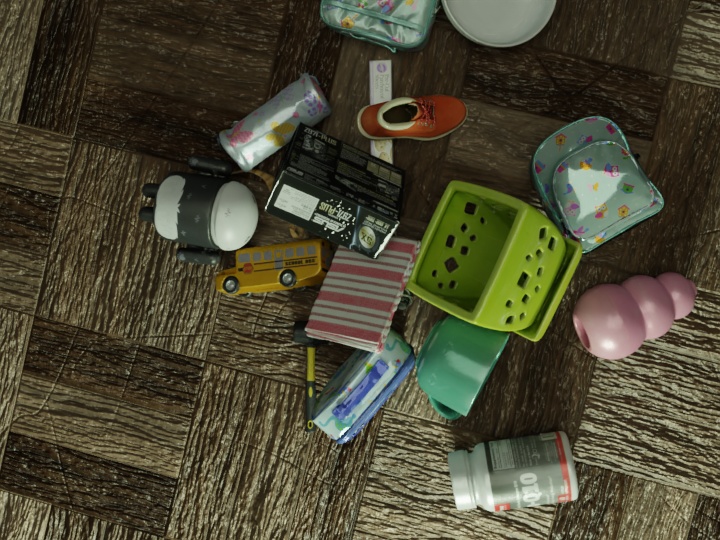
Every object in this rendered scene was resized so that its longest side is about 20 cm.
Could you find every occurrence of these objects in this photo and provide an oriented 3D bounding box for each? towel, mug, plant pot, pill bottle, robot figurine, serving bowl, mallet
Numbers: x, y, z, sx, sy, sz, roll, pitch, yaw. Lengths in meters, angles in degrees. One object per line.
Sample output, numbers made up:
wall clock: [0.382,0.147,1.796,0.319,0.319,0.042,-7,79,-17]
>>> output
towel: [0.005,0.030,1.360,0.146,0.030,0.200,10,67,31]
mug: [0.153,0.160,1.378,0.114,0.152,0.185,29,96,12]
plant pot: [0.222,-0.008,1.331,0.181,0.200,0.199,22,94,-34]
pill bottle: [0.253,0.339,1.392,0.199,0.114,0.114,-10,91,7]
robot figurine: [-0.274,-0.103,1.430,0.199,0.125,0.151,10,134,11]
serving bowl: [0.221,-0.466,1.383,0.199,0.066,0.201,-1,94,-10]
mallet: [-0.077,0.186,1.466,0.066,0.041,0.201,-6,96,4]

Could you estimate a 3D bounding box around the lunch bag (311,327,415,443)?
lunch bag: [0.005,0.188,1.387,0.082,0.161,0.200,40,90,-2]

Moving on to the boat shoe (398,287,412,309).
boat shoe: [0.057,0.041,1.408,0.200,0.072,0.071,-43,57,-4]

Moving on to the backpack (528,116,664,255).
backpack: [0.370,-0.146,1.348,0.176,0.153,0.200,-30,81,11]

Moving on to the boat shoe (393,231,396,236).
boat shoe: [0.000,0.000,1.436,0.075,0.062,0.200,32,94,6]

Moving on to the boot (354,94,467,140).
boot: [0.100,-0.255,1.375,0.199,0.107,0.075,-12,94,-20]

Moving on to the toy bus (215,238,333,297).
toy bus: [-0.149,-0.002,1.436,0.199,0.065,0.079,-7,80,18]

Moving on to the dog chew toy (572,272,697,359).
dog chew toy: [0.453,0.065,1.363,0.200,0.125,0.125,-22,89,-2]

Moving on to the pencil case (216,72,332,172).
pencil case: [-0.147,-0.254,1.434,0.200,0.091,0.083,-33,128,7]

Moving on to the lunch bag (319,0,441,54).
lunch bag: [0.038,-0.458,1.408,0.199,0.077,0.161,16,93,5]

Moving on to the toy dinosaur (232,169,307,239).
toy dinosaur: [-0.136,-0.142,1.438,0.106,0.060,0.200,-25,58,-24]

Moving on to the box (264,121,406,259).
box: [-0.037,-0.130,1.347,0.200,0.164,0.086,23,127,-11]

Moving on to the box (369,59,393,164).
box: [0.036,-0.258,1.434,0.041,0.039,0.201,0,92,4]
